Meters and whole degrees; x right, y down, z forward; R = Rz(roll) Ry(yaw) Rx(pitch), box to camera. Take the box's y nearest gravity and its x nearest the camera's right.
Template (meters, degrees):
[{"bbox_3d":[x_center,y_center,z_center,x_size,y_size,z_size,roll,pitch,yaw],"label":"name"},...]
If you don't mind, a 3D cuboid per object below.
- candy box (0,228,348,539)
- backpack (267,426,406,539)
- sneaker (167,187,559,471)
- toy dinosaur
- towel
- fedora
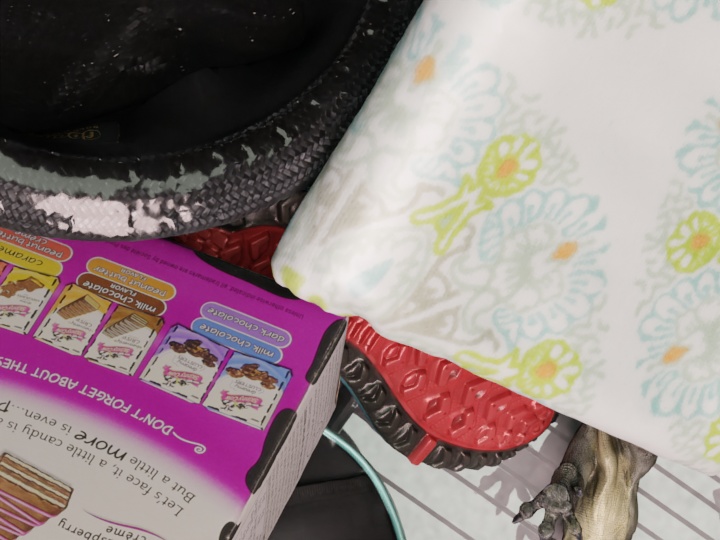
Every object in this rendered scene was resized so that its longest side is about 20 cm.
[{"bbox_3d":[-0.104,0.077,0.693,0.136,0.061,0.200,21,53,11],"label":"candy box"},{"bbox_3d":[-0.078,0.132,0.794,0.200,0.153,0.176,-8,80,0],"label":"backpack"},{"bbox_3d":[0.000,0.000,0.832,0.200,0.096,0.079,34,105,-31],"label":"sneaker"},{"bbox_3d":[0.095,0.068,0.839,0.047,0.088,0.200,10,87,16],"label":"toy dinosaur"},{"bbox_3d":[0.093,-0.033,0.723,0.200,0.048,0.171,25,100,-29],"label":"towel"},{"bbox_3d":[-0.079,-0.091,0.742,0.200,0.092,0.201,2,78,-10],"label":"fedora"}]
